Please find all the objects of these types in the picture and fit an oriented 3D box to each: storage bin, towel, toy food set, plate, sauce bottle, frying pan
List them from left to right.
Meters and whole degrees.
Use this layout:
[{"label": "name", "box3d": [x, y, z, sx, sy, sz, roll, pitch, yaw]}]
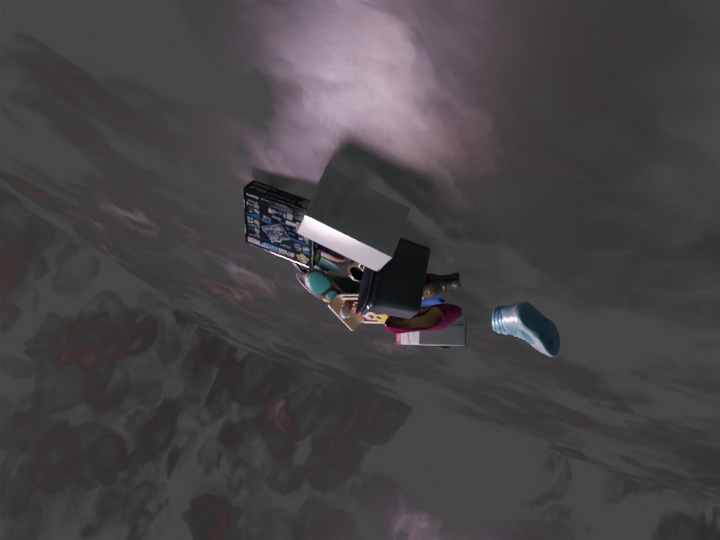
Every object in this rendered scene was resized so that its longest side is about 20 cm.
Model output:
[{"label": "frying pan", "box3d": [-0.166, 0.017, 1.781, 0.114, 0.031, 0.191, 13, 147, 53]}, {"label": "towel", "box3d": [-0.142, -0.069, 1.577, 0.142, 0.023, 0.199, 17, 173, 37]}, {"label": "plate", "box3d": [-0.153, -0.029, 1.711, 0.197, 0.026, 0.200, 21, 172, 3]}, {"label": "toy food set", "box3d": [0.021, 0.130, 1.697, 0.198, 0.061, 0.144, -2, 142, 38]}, {"label": "storage bin", "box3d": [0.076, 0.018, 1.385, 0.132, 0.203, 0.146, 15, 161, -8]}, {"label": "sauce bottle", "box3d": [0.146, 0.041, 1.457, 0.196, 0.067, 0.066, -7, 154, 10]}]

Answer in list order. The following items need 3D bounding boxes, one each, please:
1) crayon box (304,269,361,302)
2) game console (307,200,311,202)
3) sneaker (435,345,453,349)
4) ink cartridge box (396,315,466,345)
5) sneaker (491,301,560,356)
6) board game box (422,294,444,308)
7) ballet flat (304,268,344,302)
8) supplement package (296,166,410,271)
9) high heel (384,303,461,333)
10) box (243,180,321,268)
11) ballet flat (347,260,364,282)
[{"label": "crayon box", "box3d": [-0.080, 0.062, 1.883, 0.197, 0.052, 0.126, 11, 158, 33]}, {"label": "game console", "box3d": [-0.087, -0.109, 1.466, 0.197, 0.031, 0.177, 18, 161, 13]}, {"label": "sneaker", "box3d": [0.207, 0.179, 1.866, 0.198, 0.074, 0.082, 29, 178, 1]}, {"label": "ink cartridge box", "box3d": [0.200, 0.173, 1.710, 0.142, 0.085, 0.200, 3, 172, -15]}, {"label": "sneaker", "box3d": [0.411, 0.148, 1.512, 0.200, 0.080, 0.130, 44, 151, -26]}, {"label": "board game box", "box3d": [0.145, 0.048, 1.614, 0.156, 0.039, 0.200, 29, 156, -2]}, {"label": "ballet flat", "box3d": [-0.106, 0.042, 1.720, 0.200, 0.068, 0.068, 50, -174, -45]}, {"label": "supplement package", "box3d": [-0.016, -0.104, 1.254, 0.198, 0.123, 0.120, 26, 161, -7]}, {"label": "high heel", "box3d": [0.160, 0.127, 1.534, 0.197, 0.069, 0.096, -19, 168, 16]}, {"label": "box", "box3d": [-0.186, -0.110, 1.423, 0.197, 0.046, 0.161, 20, 130, 17]}, {"label": "ballet flat", "box3d": [0.000, 0.000, 1.631, 0.067, 0.047, 0.200, 26, 161, -8]}]
